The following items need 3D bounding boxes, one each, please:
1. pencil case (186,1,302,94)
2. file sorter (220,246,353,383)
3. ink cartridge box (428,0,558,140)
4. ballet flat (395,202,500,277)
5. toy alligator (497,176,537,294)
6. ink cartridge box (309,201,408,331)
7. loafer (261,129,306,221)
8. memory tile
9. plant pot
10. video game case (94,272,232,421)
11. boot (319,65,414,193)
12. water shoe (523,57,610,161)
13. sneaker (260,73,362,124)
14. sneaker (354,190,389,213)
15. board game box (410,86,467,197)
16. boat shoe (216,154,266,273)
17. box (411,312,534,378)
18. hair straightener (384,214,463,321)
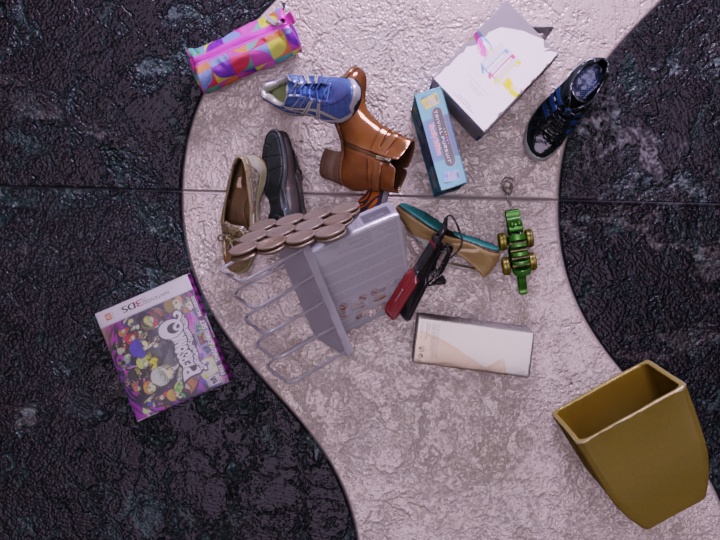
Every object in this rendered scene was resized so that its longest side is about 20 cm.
[{"bbox_3d":[-0.195,-0.373,1.676,0.197,0.088,0.090,-26,91,3],"label":"pencil case"},{"bbox_3d":[-0.123,0.063,1.614,0.123,0.138,0.203,-29,110,-18],"label":"file sorter"},{"bbox_3d":[0.226,-0.336,1.645,0.125,0.129,0.200,44,91,0],"label":"ink cartridge box"},{"bbox_3d":[0.141,-0.047,1.687,0.197,0.069,0.064,25,106,2],"label":"ballet flat"},{"bbox_3d":[0.264,-0.060,1.687,0.058,0.054,0.205,-8,91,1],"label":"toy alligator"},{"bbox_3d":[0.000,0.000,1.650,0.158,0.047,0.202,-23,134,-12],"label":"ink cartridge box"},{"bbox_3d":[-0.125,-0.138,1.698,0.062,0.071,0.205,-6,93,-40],"label":"loafer"},{"bbox_3d":[-0.103,-0.062,1.579,0.196,0.154,0.017,-10,110,16],"label":"memory tile"},{"bbox_3d":[0.461,0.297,1.630,0.193,0.194,0.203,-29,97,2],"label":"plant pot"},{"bbox_3d":[-0.339,0.132,1.714,0.178,0.036,0.204,-22,91,3],"label":"video game case"},{"bbox_3d":[0.019,-0.230,1.642,0.153,0.076,0.204,14,87,32],"label":"boot"},{"bbox_3d":[0.343,-0.277,1.668,0.071,0.079,0.202,34,92,0],"label":"water shoe"},{"bbox_3d":[-0.082,-0.283,1.629,0.197,0.076,0.078,4,90,40],"label":"sneaker"},{"bbox_3d":[-0.025,-0.083,1.681,0.110,0.078,0.203,23,92,0],"label":"sneaker"},{"bbox_3d":[0.126,-0.204,1.614,0.046,0.200,0.154,-16,91,1],"label":"board game box"},{"bbox_3d":[-0.207,-0.096,1.680,0.072,0.062,0.205,9,96,22],"label":"boat shoe"},{"bbox_3d":[0.187,0.124,1.674,0.195,0.095,0.080,8,93,2],"label":"box"},{"bbox_3d":[0.114,-0.003,1.664,0.041,0.076,0.203,43,115,42],"label":"hair straightener"}]
